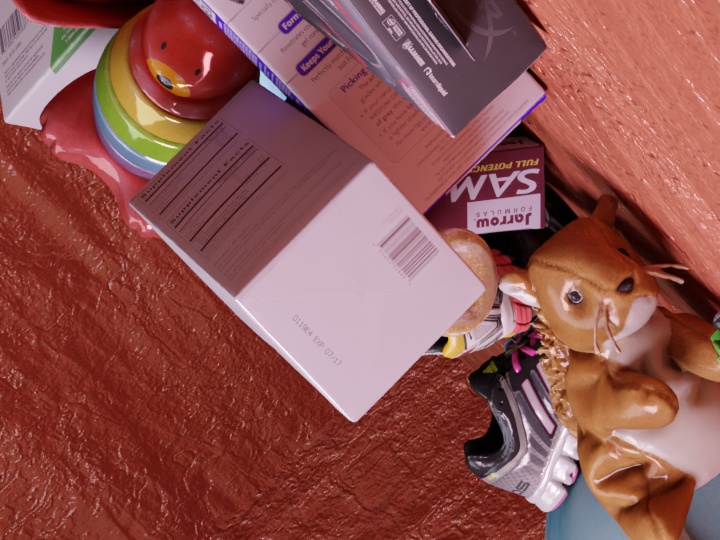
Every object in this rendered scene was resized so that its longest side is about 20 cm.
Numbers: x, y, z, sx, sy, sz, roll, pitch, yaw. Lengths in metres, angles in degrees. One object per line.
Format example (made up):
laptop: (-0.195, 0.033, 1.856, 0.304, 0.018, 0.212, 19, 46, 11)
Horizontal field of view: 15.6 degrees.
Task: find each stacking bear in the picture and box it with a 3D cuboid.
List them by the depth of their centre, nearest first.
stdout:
stacking bear: (-0.113, -0.122, 1.663, 0.121, 0.114, 0.200, 44, 153, 1)

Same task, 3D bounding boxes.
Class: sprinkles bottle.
sprinkles bottle: (0.000, 0.000, 1.669, 0.200, 0.068, 0.068, 6, 145, 53)

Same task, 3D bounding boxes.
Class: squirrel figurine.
squirrel figurine: (0.156, 0.046, 1.663, 0.187, 0.141, 0.200, 54, 172, -22)

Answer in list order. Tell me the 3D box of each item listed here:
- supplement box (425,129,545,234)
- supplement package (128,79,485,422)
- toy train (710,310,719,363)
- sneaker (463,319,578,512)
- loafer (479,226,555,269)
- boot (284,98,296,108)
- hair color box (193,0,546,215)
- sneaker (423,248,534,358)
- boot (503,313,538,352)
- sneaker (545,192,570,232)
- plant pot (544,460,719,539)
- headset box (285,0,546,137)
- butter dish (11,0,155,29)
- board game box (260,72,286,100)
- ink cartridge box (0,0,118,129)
supplement box: (0.040, -0.074, 1.788, 0.200, 0.108, 0.061, -140, 45, -65)
supplement package: (-0.035, -0.016, 1.528, 0.114, 0.110, 0.200, 47, 176, -28)
toy train: (0.277, 0.094, 1.496, 0.200, 0.042, 0.056, 45, -172, 9)
sneaker: (0.123, 0.069, 1.834, 0.087, 0.201, 0.074, 12, -164, -8)
loafer: (0.085, -0.010, 1.828, 0.071, 0.073, 0.200, 8, -171, -30)
boot: (-0.037, -0.113, 1.715, 0.077, 0.138, 0.200, 44, -160, -32)
hair color box: (0.001, -0.136, 1.545, 0.200, 0.109, 0.065, 46, 177, -1)
sneaker: (0.017, 0.012, 1.755, 0.200, 0.082, 0.078, 10, 119, 44)
boot: (0.161, 0.049, 1.977, 0.075, 0.097, 0.200, 45, 178, 7)
sneaker: (0.100, -0.019, 1.929, 0.070, 0.093, 0.200, 46, 177, -19)
plant pot: (0.239, 0.173, 1.806, 0.200, 0.200, 0.188, 45, 166, 7)
headset box: (0.001, -0.169, 1.393, 0.200, 0.075, 0.149, 43, 175, 48)
butter dish: (-0.158, -0.270, 1.716, 0.199, 0.148, 0.200, -3, -119, -51)
board game box: (-0.063, -0.120, 1.857, 0.152, 0.045, 0.201, -86, -7, -62)
ink cartridge box: (-0.199, -0.218, 1.872, 0.083, 0.147, 0.201, 9, -125, -35)
